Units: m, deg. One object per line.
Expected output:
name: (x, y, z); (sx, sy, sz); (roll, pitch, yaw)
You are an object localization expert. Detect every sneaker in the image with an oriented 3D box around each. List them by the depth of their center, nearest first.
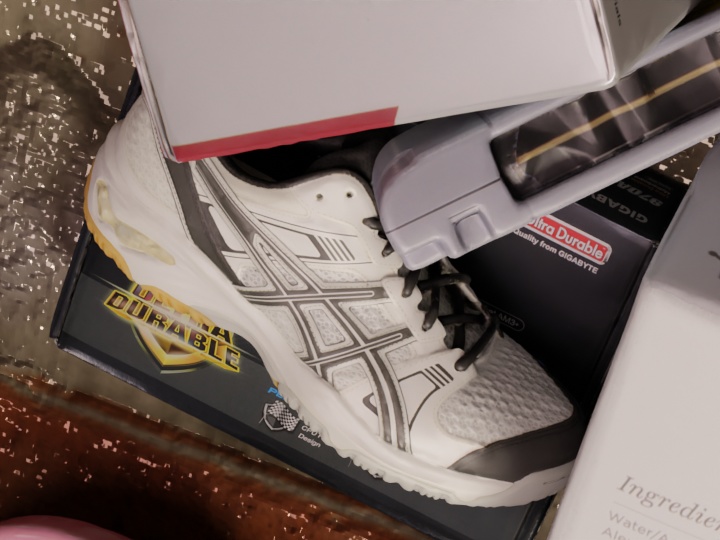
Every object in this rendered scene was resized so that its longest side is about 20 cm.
sneaker: (0.000, 0.000, 0.981); (0.200, 0.076, 0.088); (34, 123, 2)

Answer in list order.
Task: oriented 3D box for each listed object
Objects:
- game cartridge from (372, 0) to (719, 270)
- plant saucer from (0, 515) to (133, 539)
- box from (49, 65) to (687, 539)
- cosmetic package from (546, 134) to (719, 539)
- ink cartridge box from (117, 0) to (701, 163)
game cartridge: (0.095, -0.061, 0.905); (0.199, 0.133, 0.041); (-25, 93, 1)
plant saucer: (-0.099, 0.189, 1.167); (0.200, 0.051, 0.202); (16, 117, 34)
box: (0.000, 0.000, 1.054); (0.199, 0.046, 0.159); (27, 123, 7)
cosmetic package: (0.159, 0.074, 0.958); (0.164, 0.165, 0.201); (23, 124, 9)
ink cartridge box: (0.032, -0.110, 0.888); (0.145, 0.200, 0.083); (-9, 106, 25)
